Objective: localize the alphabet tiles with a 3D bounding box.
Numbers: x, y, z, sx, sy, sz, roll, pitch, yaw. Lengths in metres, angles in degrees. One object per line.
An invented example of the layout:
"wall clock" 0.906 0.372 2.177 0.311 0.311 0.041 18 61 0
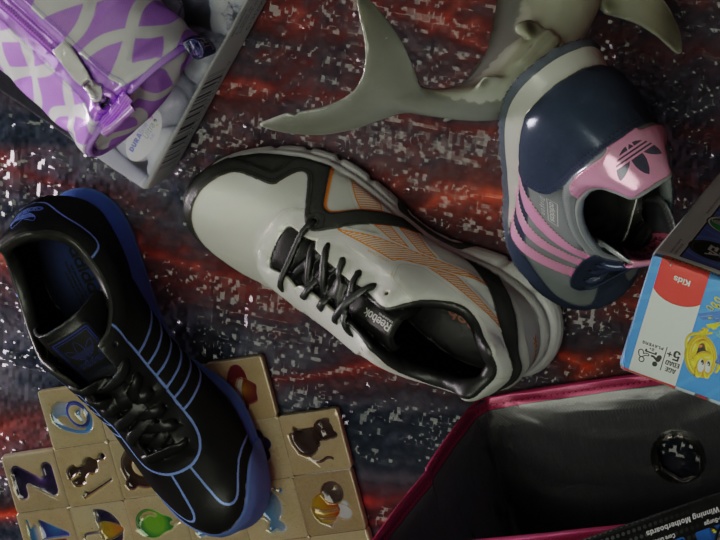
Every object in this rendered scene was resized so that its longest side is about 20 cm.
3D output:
"alphabet tiles" -0.090 0.131 1.475 0.200 0.006 0.166 -10 103 23

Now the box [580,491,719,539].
"box" 0.153 0.190 1.122 0.200 0.048 0.193 -21 71 25

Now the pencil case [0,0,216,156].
"pencil case" -0.168 -0.138 1.324 0.200 0.085 0.084 41 119 5

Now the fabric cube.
"fabric cube" 0.141 0.171 1.298 0.196 0.200 0.199 -10 106 22

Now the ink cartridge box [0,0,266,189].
"ink cartridge box" -0.136 -0.175 1.371 0.200 0.043 0.198 34 116 8

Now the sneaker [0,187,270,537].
"sneaker" -0.120 0.054 1.414 0.070 0.078 0.200 -31 91 24

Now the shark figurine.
"shark figurine" 0.056 -0.098 1.255 0.128 0.214 0.089 46 139 -9

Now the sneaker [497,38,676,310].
"sneaker" 0.109 -0.019 1.256 0.070 0.200 0.082 -34 63 -6

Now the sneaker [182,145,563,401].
"sneaker" 0.000 0.000 1.360 0.200 0.080 0.074 24 115 13

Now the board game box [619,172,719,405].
"board game box" 0.233 0.020 1.213 0.196 0.200 0.056 20 113 13
